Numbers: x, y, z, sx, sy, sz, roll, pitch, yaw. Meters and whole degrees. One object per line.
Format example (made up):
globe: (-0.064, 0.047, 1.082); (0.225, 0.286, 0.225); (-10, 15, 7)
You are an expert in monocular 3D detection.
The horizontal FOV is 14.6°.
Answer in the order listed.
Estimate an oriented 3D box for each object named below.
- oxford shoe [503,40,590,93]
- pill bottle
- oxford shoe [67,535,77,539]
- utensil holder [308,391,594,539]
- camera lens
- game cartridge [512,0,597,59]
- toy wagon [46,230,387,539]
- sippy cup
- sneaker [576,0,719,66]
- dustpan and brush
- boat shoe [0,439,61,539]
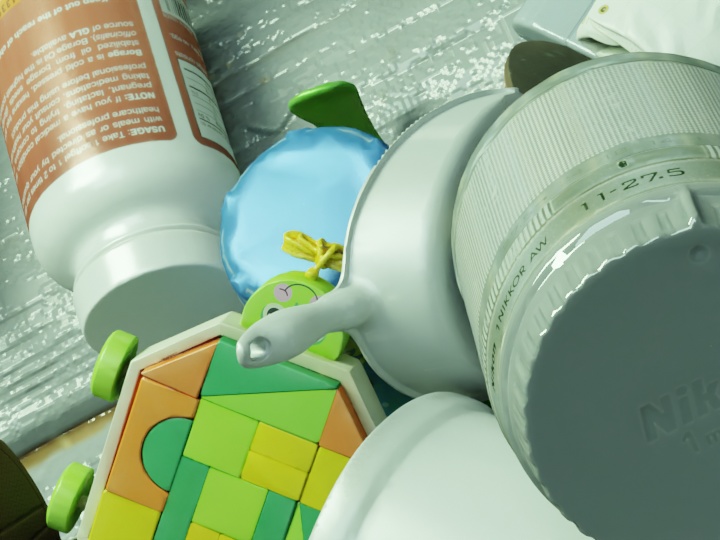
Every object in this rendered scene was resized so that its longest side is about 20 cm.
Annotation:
oxford shoe: (0.108, -0.024, 1.337); (0.071, 0.071, 0.200); (-3, 53, -26)
pill bottle: (-0.123, -0.058, 1.439); (0.112, 0.112, 0.200); (-26, 57, 12)
oxford shoe: (-0.052, 0.139, 1.330); (0.199, 0.074, 0.071); (-15, 60, 18)
utensil holder: (0.094, 0.162, 1.193); (0.200, 0.170, 0.170); (19, 75, 31)
camera lens: (0.124, 0.011, 1.141); (0.160, 0.160, 0.200); (-31, 22, 8)
game cartridge: (0.185, -0.134, 1.377); (0.200, 0.042, 0.133); (29, 84, 33)
toy wagon: (-0.050, 0.079, 1.269); (0.155, 0.040, 0.200); (21, 107, 6)
sippy cup: (0.000, 0.000, 1.341); (0.178, 0.130, 0.140); (37, 85, 34)
sneaker: (0.140, -0.159, 1.347); (0.115, 0.074, 0.200); (-35, 57, 2)
dustpan and brush: (0.017, 0.007, 1.233); (0.057, 0.200, 0.140); (-3, 104, 31)
boat shoe: (-0.175, 0.171, 1.320); (0.063, 0.073, 0.201); (-2, 109, 32)
